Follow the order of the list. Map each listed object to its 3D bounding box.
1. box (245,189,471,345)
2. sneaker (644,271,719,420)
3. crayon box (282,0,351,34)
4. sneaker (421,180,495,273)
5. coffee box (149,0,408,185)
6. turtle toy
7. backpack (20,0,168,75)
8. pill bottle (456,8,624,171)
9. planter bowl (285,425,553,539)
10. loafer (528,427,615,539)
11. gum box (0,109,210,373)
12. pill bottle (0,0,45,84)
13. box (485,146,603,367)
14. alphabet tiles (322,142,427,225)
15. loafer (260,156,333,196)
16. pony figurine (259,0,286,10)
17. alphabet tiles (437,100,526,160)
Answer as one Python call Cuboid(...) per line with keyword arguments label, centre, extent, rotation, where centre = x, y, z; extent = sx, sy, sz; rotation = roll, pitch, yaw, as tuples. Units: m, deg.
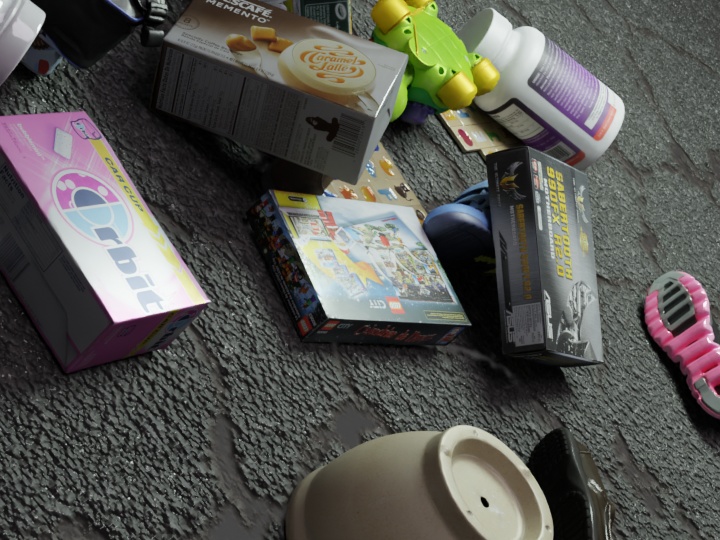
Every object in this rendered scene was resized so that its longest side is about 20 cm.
Cuboid(label="box", centre=(0.000, 0.000, 1.593), extent=(0.200, 0.038, 0.137), rotation=(5, 53, -48))
Cuboid(label="sneaker", centre=(0.386, 0.094, 1.990), extent=(0.095, 0.079, 0.201), rotation=(44, 21, -56))
Cuboid(label="crayon box", centre=(-0.046, -0.265, 1.722), extent=(0.051, 0.127, 0.200), rotation=(-7, 27, -7))
Cuboid(label="sneaker", centre=(0.112, -0.048, 1.756), extent=(0.200, 0.074, 0.083), rotation=(13, 60, -62))
Cuboid(label="coffee box", centre=(-0.072, -0.169, 1.573), extent=(0.199, 0.080, 0.115), rotation=(21, 39, 5))
Cuboid(label="turtle toy", centre=(0.051, -0.213, 1.860), extent=(0.146, 0.101, 0.200), rotation=(49, 30, 2))
Cuboid(label="backpack", centre=(-0.257, -0.272, 1.471), extent=(0.200, 0.154, 0.191), rotation=(47, 30, -26))
Cuboid(label="pill bottle", centre=(0.199, -0.210, 2.031), extent=(0.200, 0.111, 0.112), rotation=(36, 31, -21))
Cuboid(label="planter bowl", centre=(0.061, 0.202, 1.345), extent=(0.200, 0.135, 0.201), rotation=(34, 31, -24))
Cuboid(label="loafer", centre=(0.201, 0.223, 1.565), extent=(0.071, 0.073, 0.200), rotation=(32, 33, -23))
Cuboid(label="gum box", centre=(-0.217, -0.030, 1.319), extent=(0.200, 0.066, 0.113), rotation=(56, 31, 14))
Cuboid(label="pill bottle", centre=(-0.344, -0.221, 1.331), extent=(0.200, 0.112, 0.112), rotation=(36, 31, -21))
Cuboid(label="box", centre=(0.184, -0.009, 1.737), extent=(0.158, 0.048, 0.201), rotation=(16, 68, -60))
Cuboid(label="alphabet tiles", centre=(-0.003, -0.086, 1.734), extent=(0.167, 0.008, 0.200), rotation=(-8, 60, -56))
Cuboid(label="loafer", centre=(-0.029, -0.125, 1.662), extent=(0.073, 0.071, 0.200), rotation=(37, 36, -12))
Cuboid(label="pony figurine", centre=(-0.155, -0.323, 1.653), extent=(0.199, 0.193, 0.167), rotation=(10, 90, -38))
Cuboid(label="alphabet tiles", centre=(0.140, -0.184, 2.041), extent=(0.167, 0.006, 0.200), rotation=(56, 30, 13))
